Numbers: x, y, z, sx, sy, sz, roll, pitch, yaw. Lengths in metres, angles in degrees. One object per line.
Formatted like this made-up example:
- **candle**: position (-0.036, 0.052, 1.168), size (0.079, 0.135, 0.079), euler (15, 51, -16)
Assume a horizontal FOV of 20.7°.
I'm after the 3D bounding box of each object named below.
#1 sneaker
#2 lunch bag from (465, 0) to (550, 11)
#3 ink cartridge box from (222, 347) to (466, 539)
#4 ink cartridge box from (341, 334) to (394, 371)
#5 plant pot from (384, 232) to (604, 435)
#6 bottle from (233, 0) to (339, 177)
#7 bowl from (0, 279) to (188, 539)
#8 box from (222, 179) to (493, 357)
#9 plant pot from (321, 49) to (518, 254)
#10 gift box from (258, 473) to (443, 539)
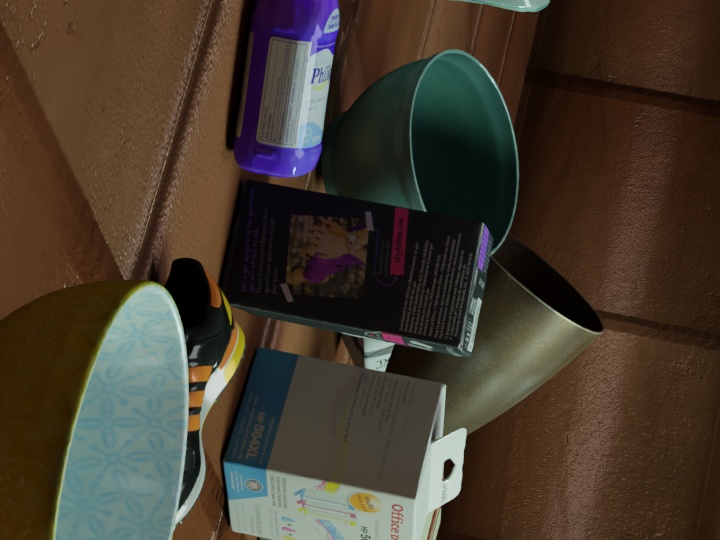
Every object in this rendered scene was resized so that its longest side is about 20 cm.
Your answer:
- **sneaker**: position (-0.135, 0.080, 1.307), size (0.090, 0.070, 0.201), euler (72, 26, -42)
- **lunch bag**: position (0.084, -0.287, 1.811), size (0.160, 0.199, 0.078), euler (-33, 131, -76)
- **ink cartridge box**: position (-0.009, 0.171, 1.767), size (0.129, 0.199, 0.126), euler (89, 14, -53)
- **ink cartridge box**: position (0.055, 0.033, 2.170), size (0.200, 0.145, 0.084), euler (87, -19, -58)
- **plant pot**: position (0.115, 0.076, 2.018), size (0.200, 0.187, 0.187), euler (-51, 178, 14)
- **bottle**: position (-0.052, -0.175, 1.500), size (0.084, 0.065, 0.201), euler (-44, 144, -74)
- **bowl**: position (-0.162, 0.097, 0.944), size (0.200, 0.107, 0.201), euler (8, 90, -80)
- **box**: position (0.000, 0.000, 1.608), size (0.122, 0.199, 0.107), euler (38, 64, -81)
- **plant pot**: position (0.047, -0.103, 1.903), size (0.200, 0.134, 0.201), euler (14, 73, -54)
- **gift box**: position (0.004, 0.282, 2.038), size (0.185, 0.199, 0.187), euler (82, 21, -51)
